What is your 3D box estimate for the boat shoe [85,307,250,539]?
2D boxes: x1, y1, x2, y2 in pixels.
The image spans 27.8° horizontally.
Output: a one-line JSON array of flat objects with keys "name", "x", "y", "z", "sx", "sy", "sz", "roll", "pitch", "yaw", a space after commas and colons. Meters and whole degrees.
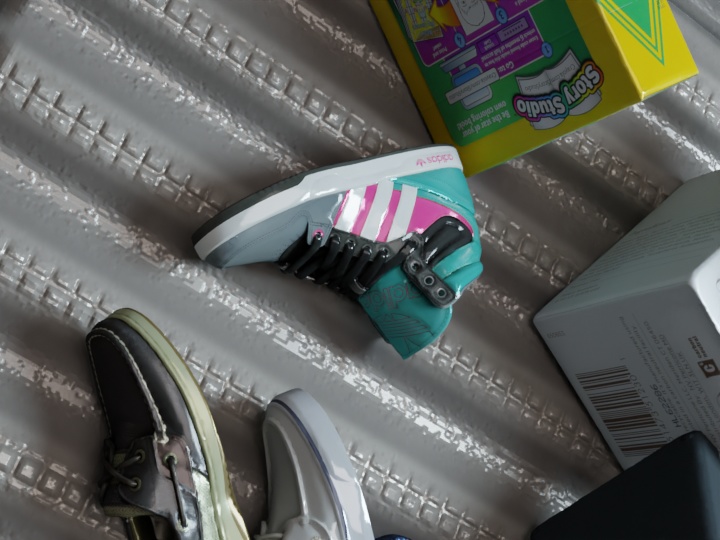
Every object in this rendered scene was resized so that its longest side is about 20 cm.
[{"name": "boat shoe", "x": -0.113, "y": 0.121, "z": 0.814, "sx": 0.065, "sy": 0.073, "sz": 0.201, "roll": -24, "pitch": 92, "yaw": -36}]

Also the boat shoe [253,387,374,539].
[{"name": "boat shoe", "x": -0.033, "y": 0.172, "z": 0.855, "sx": 0.065, "sy": 0.072, "sz": 0.201, "roll": -13, "pitch": 90, "yaw": -27}]

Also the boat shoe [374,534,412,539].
[{"name": "boat shoe", "x": 0.077, "y": 0.239, "z": 0.900, "sx": 0.200, "sy": 0.069, "sz": 0.084, "roll": 47, "pitch": 61, "yaw": -13}]

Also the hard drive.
[{"name": "hard drive", "x": 0.158, "y": 0.188, "z": 0.862, "sx": 0.033, "sy": 0.139, "sz": 0.200, "roll": 47, "pitch": 23, "yaw": -14}]

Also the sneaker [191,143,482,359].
[{"name": "sneaker", "x": 0.000, "y": 0.000, "z": 0.902, "sx": 0.199, "sy": 0.084, "sz": 0.121, "roll": -17, "pitch": 79, "yaw": -32}]

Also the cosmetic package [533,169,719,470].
[{"name": "cosmetic package", "x": 0.264, "y": 0.035, "z": 0.993, "sx": 0.200, "sy": 0.166, "sz": 0.168, "roll": -38, "pitch": 99, "yaw": -31}]

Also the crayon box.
[{"name": "crayon box", "x": 0.095, "y": -0.165, "z": 0.918, "sx": 0.058, "sy": 0.200, "sz": 0.173, "roll": -28, "pitch": 94, "yaw": -31}]
